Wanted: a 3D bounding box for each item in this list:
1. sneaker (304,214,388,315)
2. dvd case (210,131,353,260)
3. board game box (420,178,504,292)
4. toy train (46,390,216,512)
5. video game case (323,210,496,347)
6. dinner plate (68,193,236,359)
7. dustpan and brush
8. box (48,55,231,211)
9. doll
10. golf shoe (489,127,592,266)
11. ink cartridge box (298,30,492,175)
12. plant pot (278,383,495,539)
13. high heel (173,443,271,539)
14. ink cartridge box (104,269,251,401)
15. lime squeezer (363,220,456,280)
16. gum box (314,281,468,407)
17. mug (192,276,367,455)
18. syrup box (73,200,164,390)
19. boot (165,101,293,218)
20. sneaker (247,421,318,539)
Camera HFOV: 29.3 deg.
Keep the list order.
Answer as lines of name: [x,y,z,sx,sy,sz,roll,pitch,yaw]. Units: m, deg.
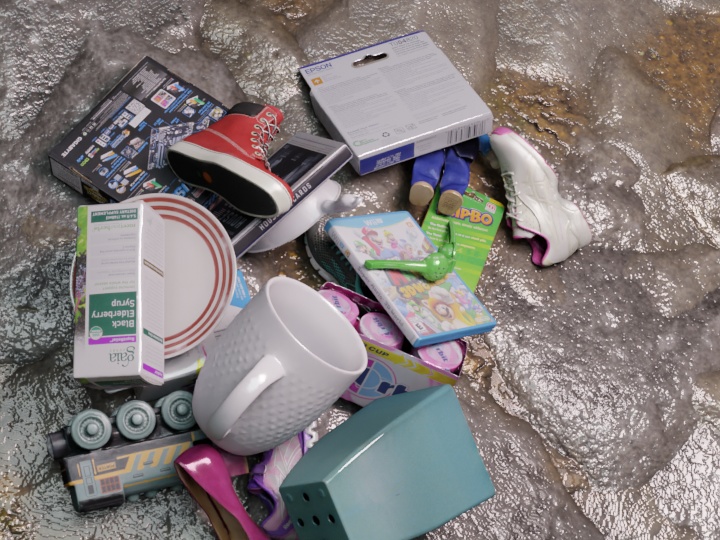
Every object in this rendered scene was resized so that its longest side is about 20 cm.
sneaker: [0.000,0.000,1.726,0.078,0.091,0.200,-27,77,-23]
dvd case: [-0.115,-0.093,1.688,0.200,0.150,0.025,-42,115,-11]
board game box: [0.118,-0.029,1.790,0.096,0.030,0.200,26,56,-3]
toy train: [-0.257,0.207,1.586,0.200,0.085,0.114,-10,84,-21]
video game case: [0.061,0.006,1.685,0.143,0.018,0.200,-9,52,-44]
dinner plate: [-0.240,0.008,1.601,0.200,0.024,0.200,-2,74,8]
dustpan and brush: [-0.059,-0.078,1.694,0.057,0.200,0.140,45,63,-10]
box: [-0.253,-0.149,1.732,0.198,0.050,0.200,33,63,11]
doll: [0.124,-0.162,1.837,0.136,0.048,0.200,16,51,0]
golf shoe: [0.222,-0.094,1.814,0.092,0.075,0.200,-38,99,-13]
ink cartridge box: [0.044,-0.226,1.835,0.200,0.041,0.200,-19,50,-15]
plant pot: [0.018,0.239,1.556,0.200,0.141,0.141,-25,95,-40]
high heel: [-0.158,0.294,1.552,0.096,0.067,0.200,-9,80,-49]
ink cartridge box: [-0.224,0.083,1.647,0.200,0.068,0.115,-13,70,-19]
lime squeezer: [0.088,-0.016,1.700,0.071,0.038,0.200,13,24,31]
gum box: [0.014,0.103,1.667,0.200,0.114,0.066,24,42,-4]
mug: [-0.109,0.125,1.527,0.148,0.175,0.200,44,20,2]
syrup box: [-0.269,0.030,1.545,0.079,0.081,0.200,-4,74,10]
boot: [-0.120,-0.142,1.647,0.144,0.072,0.200,-38,44,-26]
sneaker: [-0.091,0.228,1.620,0.088,0.080,0.200,-5,70,-8]
